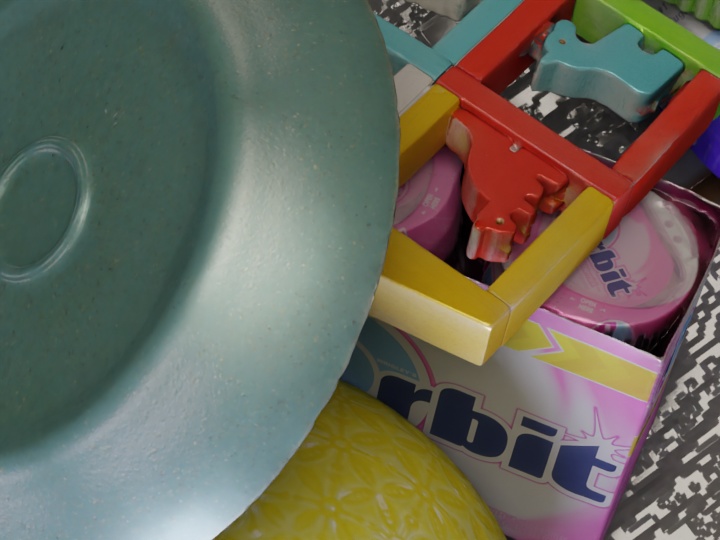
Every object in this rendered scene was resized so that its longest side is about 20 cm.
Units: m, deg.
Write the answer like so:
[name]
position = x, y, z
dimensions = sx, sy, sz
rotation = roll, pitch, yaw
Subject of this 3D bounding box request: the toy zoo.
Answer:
[toy zoo]
position = 0.024, -0.053, 0.801
dimensions = 0.131, 0.020, 0.200
rotation = 34, 55, 17

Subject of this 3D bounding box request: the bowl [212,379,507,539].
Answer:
[bowl]
position = -0.035, 0.124, 0.766
dimensions = 0.200, 0.108, 0.201
rotation = 0, 89, -11

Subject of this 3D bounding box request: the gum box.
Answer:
[gum box]
position = 0.000, 0.000, 0.842
dimensions = 0.200, 0.114, 0.066
rotation = 22, 53, 8

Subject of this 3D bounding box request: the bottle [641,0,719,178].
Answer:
[bottle]
position = 0.097, -0.122, 0.897
dimensions = 0.083, 0.065, 0.200
rotation = -34, 77, -10

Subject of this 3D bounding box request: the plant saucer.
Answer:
[plant saucer]
position = -0.077, -0.011, 0.742
dimensions = 0.200, 0.036, 0.200
rotation = -18, 61, 36
